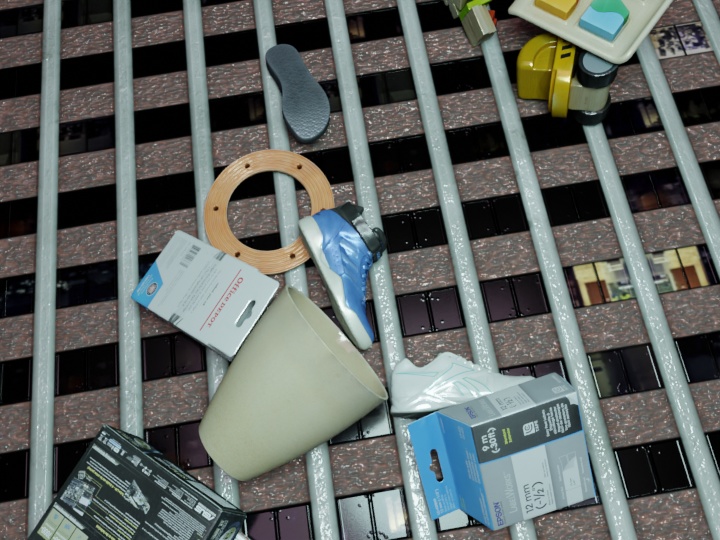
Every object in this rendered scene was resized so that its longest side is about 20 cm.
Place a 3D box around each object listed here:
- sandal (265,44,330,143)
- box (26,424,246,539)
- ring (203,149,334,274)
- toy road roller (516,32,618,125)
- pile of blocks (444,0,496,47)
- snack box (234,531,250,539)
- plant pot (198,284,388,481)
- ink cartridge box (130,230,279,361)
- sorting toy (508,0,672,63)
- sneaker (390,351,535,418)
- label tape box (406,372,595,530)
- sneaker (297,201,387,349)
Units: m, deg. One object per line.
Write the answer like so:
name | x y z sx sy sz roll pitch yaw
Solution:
sandal | -0.097 -0.280 0.989 0.075 0.043 0.203 -14 61 -10
box | -0.265 0.312 0.740 0.197 0.086 0.165 25 73 21
ring | -0.136 -0.088 0.929 0.196 0.019 0.205 0 71 1
toy road roller | 0.318 -0.332 0.947 0.143 0.123 0.204 9 71 18
pile of blocks | 0.174 -0.462 1.016 0.061 0.082 0.202 -27 71 -7
snack box | -0.124 0.388 0.755 0.198 0.024 0.072 33 75 13
plant pot | -0.099 0.156 0.769 0.200 0.187 0.188 -43 74 1
ink cartridge box | -0.197 0.040 0.832 0.198 0.067 0.117 25 72 29
sorting toy | 0.339 -0.404 0.882 0.199 0.037 0.186 35 81 25
sneaker | 0.134 0.144 0.809 0.196 0.071 0.082 -4 67 1
label tape box | 0.169 0.226 0.745 0.196 0.066 0.146 -17 105 -6
sneaker | 0.000 0.000 0.861 0.110 0.077 0.203 -24 75 -10
